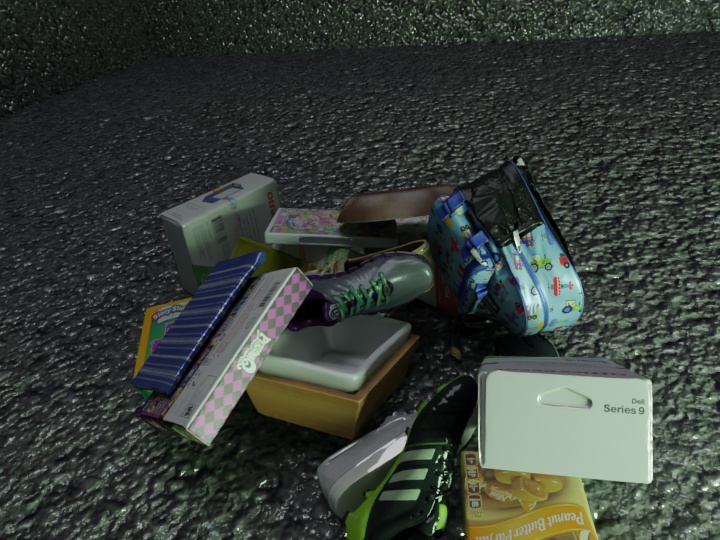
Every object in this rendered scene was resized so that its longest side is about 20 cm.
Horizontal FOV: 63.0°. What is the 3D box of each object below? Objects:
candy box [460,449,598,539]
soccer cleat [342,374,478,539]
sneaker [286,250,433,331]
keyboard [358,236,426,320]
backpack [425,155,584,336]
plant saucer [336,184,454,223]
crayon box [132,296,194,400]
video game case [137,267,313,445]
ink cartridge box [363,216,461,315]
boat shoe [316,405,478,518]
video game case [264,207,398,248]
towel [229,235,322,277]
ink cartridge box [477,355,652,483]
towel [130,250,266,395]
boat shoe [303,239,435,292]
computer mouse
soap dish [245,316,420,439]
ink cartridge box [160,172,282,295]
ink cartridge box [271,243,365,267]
[{"bbox_3d":[0.148,0.254,0.512,0.111,0.057,0.202,-2,31,7],"label":"candy box"},{"bbox_3d":[0.063,0.196,0.556,0.080,0.067,0.203,32,86,41],"label":"soccer cleat"},{"bbox_3d":[-0.004,0.037,0.711,0.193,0.077,0.088,-14,22,11],"label":"sneaker"},{"bbox_3d":[0.041,0.005,0.835,0.055,0.011,0.201,2,33,27],"label":"keyboard"},{"bbox_3d":[0.182,-0.005,0.740,0.131,0.183,0.204,-25,74,-8],"label":"backpack"},{"bbox_3d":[0.059,-0.099,0.855,0.193,0.038,0.201,-6,9,1],"label":"plant saucer"},{"bbox_3d":[-0.201,0.095,0.799,0.193,0.059,0.121,-13,49,6],"label":"crayon box"},{"bbox_3d":[-0.157,0.092,0.666,0.179,0.036,0.203,-13,40,53],"label":"video game case"},{"bbox_3d":[0.119,-0.025,0.949,0.196,0.087,0.144,19,40,41],"label":"ink cartridge box"},{"bbox_3d":[0.042,0.189,0.641,0.197,0.074,0.068,-32,36,-19],"label":"boat shoe"},{"bbox_3d":[-0.041,-0.068,0.908,0.192,0.019,0.144,3,21,0],"label":"video game case"},{"bbox_3d":[-0.142,0.008,0.896,0.196,0.018,0.088,20,79,39],"label":"towel"},{"bbox_3d":[0.188,0.134,0.576,0.141,0.087,0.200,0,-4,15],"label":"ink cartridge box"},{"bbox_3d":[-0.197,0.063,0.725,0.143,0.024,0.203,-12,41,54],"label":"towel"},{"bbox_3d":[0.000,0.001,0.782,0.194,0.065,0.074,-5,30,16],"label":"boat shoe"},{"bbox_3d":[0.185,0.103,0.759,0.135,0.047,0.202,-5,31,3],"label":"computer mouse"},{"bbox_3d":[-0.030,0.117,0.711,0.152,0.084,0.199,8,17,23],"label":"soap dish"},{"bbox_3d":[-0.229,-0.063,1.029,0.198,0.150,0.086,-32,37,-34],"label":"ink cartridge box"},{"bbox_3d":[-0.068,-0.015,0.941,0.196,0.070,0.116,19,2,36],"label":"ink cartridge box"}]
